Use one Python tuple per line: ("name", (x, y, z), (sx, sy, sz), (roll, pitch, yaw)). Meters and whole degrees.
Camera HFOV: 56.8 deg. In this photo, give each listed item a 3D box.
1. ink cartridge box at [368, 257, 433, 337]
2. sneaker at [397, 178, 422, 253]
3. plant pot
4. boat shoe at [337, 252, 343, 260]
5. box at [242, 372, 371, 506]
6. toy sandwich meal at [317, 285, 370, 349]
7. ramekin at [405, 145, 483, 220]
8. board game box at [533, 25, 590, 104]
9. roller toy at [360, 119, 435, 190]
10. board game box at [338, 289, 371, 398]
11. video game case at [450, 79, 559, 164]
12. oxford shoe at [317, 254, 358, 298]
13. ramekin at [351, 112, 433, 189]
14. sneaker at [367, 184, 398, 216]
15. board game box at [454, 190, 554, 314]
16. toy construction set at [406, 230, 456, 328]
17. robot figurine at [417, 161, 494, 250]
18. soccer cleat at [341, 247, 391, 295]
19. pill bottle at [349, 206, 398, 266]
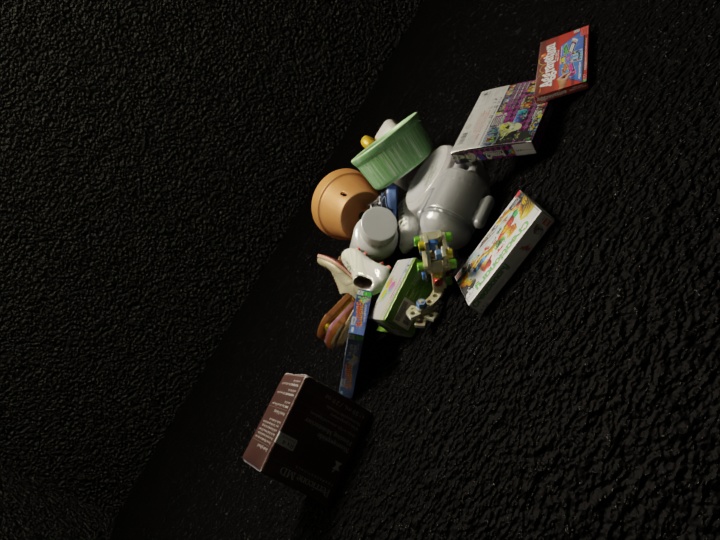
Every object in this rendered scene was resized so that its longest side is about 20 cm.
("ink cartridge box", (0.076, 0.059, 1.446), (0.149, 0.075, 0.200), (-62, 17, -12))
("sneaker", (0.122, -0.133, 1.648), (0.076, 0.080, 0.202), (-33, 31, 53))
("plant pot", (-0.022, -0.168, 1.845), (0.202, 0.199, 0.140), (-57, 32, 5))
("boat shoe", (-0.014, -0.002, 1.844), (0.074, 0.075, 0.201), (-56, 25, 20))
("box", (-0.110, 0.336, 1.353), (0.202, 0.165, 0.164), (-64, 17, -17))
("toy sandwich meal", (-0.029, 0.100, 1.602), (0.207, 0.070, 0.205), (-58, -7, -11))
("ramekin", (0.186, -0.195, 1.535), (0.203, 0.093, 0.203), (-53, 16, 23))
("board game box", (0.401, -0.409, 1.316), (0.102, 0.020, 0.202), (-13, 42, 32))
("roller toy", (0.109, -0.305, 1.803), (0.182, 0.199, 0.141), (44, 108, 29))
("board game box", (-0.012, 0.161, 1.456), (0.136, 0.034, 0.202), (-78, -2, -50))
("video game case", (0.293, -0.301, 1.331), (0.179, 0.036, 0.201), (-2, 48, 40))
("oxford shoe", (-0.048, 0.023, 1.736), (0.199, 0.070, 0.075), (34, 100, 31))
("ramekin", (0.083, -0.285, 1.622), (0.199, 0.098, 0.200), (-36, 10, 7))
("sneaker", (0.053, -0.152, 1.673), (0.201, 0.076, 0.071), (94, -178, -64))
("board game box", (0.246, -0.034, 1.163), (0.201, 0.034, 0.127), (-55, 16, 16))
("toy construction set", (0.140, 0.009, 1.267), (0.132, 0.090, 0.202), (-93, 8, -53))
("robot figurine", (0.192, -0.127, 1.355), (0.168, 0.113, 0.202), (12, 70, 46))
("soccer cleat", (0.000, 0.000, 1.555), (0.077, 0.070, 0.199), (-38, 34, -18))
("pill bottle", (0.034, -0.072, 1.643), (0.200, 0.113, 0.116), (106, -172, -67))
